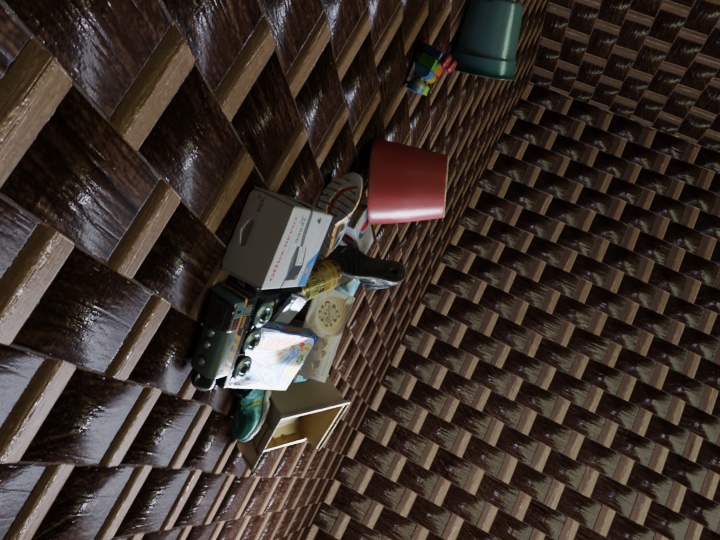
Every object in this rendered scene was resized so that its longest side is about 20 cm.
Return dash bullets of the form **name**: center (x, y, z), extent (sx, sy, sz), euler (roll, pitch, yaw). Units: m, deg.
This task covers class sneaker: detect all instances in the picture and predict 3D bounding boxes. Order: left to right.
- **sneaker**: center (-0.233, 0.258, 1.312), extent (0.079, 0.077, 0.202), euler (13, 95, -59)
- **sneaker**: center (-0.053, -0.116, 1.320), extent (0.201, 0.078, 0.077), euler (-59, 168, 18)
- **sneaker**: center (-0.041, 0.017, 1.580), extent (0.132, 0.079, 0.200), euler (-63, 176, -2)
- **sneaker**: center (0.000, 0.000, 1.525), extent (0.114, 0.197, 0.077), euler (140, -39, -64)

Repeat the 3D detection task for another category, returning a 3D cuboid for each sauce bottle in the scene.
- **sauce bottle**: center (-0.120, 0.034, 1.254), extent (0.199, 0.066, 0.067), euler (-27, 143, -45)

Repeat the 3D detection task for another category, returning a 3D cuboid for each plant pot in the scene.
- **plant pot**: center (0.113, -0.199, 1.460), extent (0.200, 0.175, 0.203), euler (5, 90, -83)
- **plant pot**: center (0.358, -0.651, 1.747), extent (0.200, 0.198, 0.199), euler (-40, 143, -60)

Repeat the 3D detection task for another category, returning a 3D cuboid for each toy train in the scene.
- **toy train**: center (-0.223, 0.109, 1.052), extent (0.114, 0.085, 0.202), euler (-6, 123, -60)
- **toy train**: center (0.175, -0.484, 1.548), extent (0.116, 0.084, 0.200), euler (-58, 169, 16)

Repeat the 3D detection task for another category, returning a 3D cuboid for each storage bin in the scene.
- **storage bin**: center (-0.160, 0.351, 1.442), extent (0.198, 0.094, 0.200), euler (-4, 133, -44)

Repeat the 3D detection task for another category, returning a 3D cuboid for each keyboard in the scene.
- **keyboard**: center (-0.178, 0.125, 1.229), extent (0.200, 0.011, 0.056), euler (-50, 156, 12)

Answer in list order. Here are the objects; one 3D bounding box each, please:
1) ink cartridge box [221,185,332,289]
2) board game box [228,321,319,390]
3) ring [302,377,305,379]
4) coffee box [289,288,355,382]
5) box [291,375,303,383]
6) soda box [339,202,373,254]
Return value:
- **ink cartridge box**: center (-0.137, -0.051, 1.080), extent (0.147, 0.083, 0.200), euler (-67, 166, 6)
- **board game box**: center (-0.180, 0.164, 1.211), extent (0.136, 0.034, 0.199), euler (-57, 148, 9)
- **ring**: center (-0.085, 0.180, 1.543), extent (0.202, 0.019, 0.201), euler (-61, 174, -10)
- **coffee box**: center (-0.106, 0.131, 1.384), extent (0.112, 0.079, 0.202), euler (24, 84, -37)
- **box**: center (-0.171, 0.237, 1.512), extent (0.083, 0.049, 0.200), euler (-67, 167, 6)
- **soda box**: center (-0.016, -0.097, 1.502), extent (0.069, 0.063, 0.200), euler (-61, 165, -16)
